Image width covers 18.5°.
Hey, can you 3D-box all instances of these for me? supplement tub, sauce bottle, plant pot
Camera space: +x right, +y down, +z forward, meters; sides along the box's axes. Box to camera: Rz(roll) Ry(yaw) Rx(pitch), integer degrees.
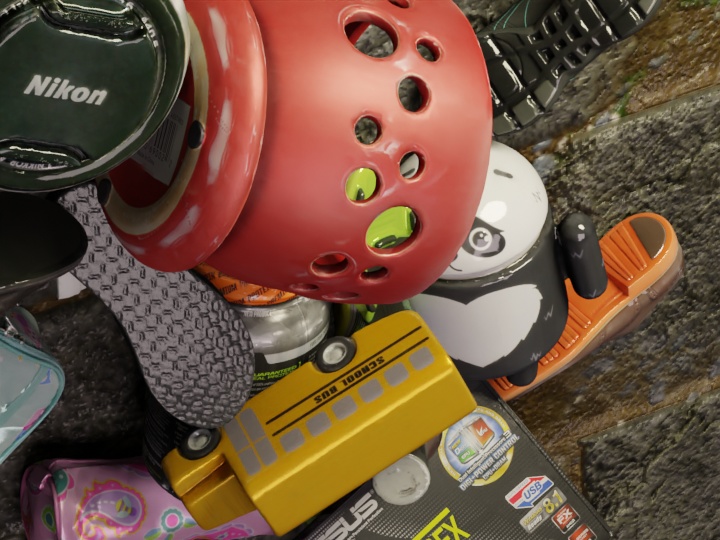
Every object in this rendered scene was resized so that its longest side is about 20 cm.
[{"bbox_3d":[-0.086,0.059,1.534,0.122,0.123,0.200,-9,130,-25],"label":"supplement tub"},{"bbox_3d":[0.027,0.109,1.589,0.066,0.200,0.066,0,112,0],"label":"sauce bottle"},{"bbox_3d":[-0.048,-0.086,1.311,0.182,0.200,0.201,7,122,-34],"label":"plant pot"}]

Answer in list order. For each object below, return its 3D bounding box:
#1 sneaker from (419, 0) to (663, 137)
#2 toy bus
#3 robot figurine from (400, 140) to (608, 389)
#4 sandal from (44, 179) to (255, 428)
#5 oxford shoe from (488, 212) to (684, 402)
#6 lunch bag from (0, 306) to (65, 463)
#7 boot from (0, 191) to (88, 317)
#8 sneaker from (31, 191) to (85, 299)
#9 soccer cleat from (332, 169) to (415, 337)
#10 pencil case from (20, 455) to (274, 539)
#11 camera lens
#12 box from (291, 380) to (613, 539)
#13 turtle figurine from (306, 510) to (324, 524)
[{"bbox_3d":[0.130,-0.157,1.516,0.200,0.079,0.075,-31,98,24],"label":"sneaker"},{"bbox_3d":[-0.029,0.109,1.466,0.200,0.078,0.065,-33,135,-2],"label":"toy bus"},{"bbox_3d":[0.083,-0.001,1.582,0.150,0.125,0.200,-31,136,-16],"label":"robot figurine"},{"bbox_3d":[-0.133,0.015,1.419,0.075,0.048,0.201,-35,116,-2],"label":"sandal"},{"bbox_3d":[0.174,0.044,1.717,0.200,0.071,0.073,-38,141,2],"label":"oxford shoe"},{"bbox_3d":[-0.299,0.094,1.467,0.200,0.077,0.160,-46,135,11],"label":"lunch bag"},{"bbox_3d":[-0.266,0.046,1.343,0.200,0.069,0.174,-27,157,-36],"label":"boot"},{"bbox_3d":[-0.153,-0.072,1.419,0.115,0.074,0.200,-11,129,-20],"label":"sneaker"},{"bbox_3d":[-0.001,0.001,1.510,0.065,0.084,0.200,-30,132,-26],"label":"soccer cleat"},{"bbox_3d":[-0.146,0.165,1.617,0.200,0.087,0.088,-7,129,-26],"label":"pencil case"},{"bbox_3d":[-0.196,-0.153,1.234,0.160,0.200,0.160,-16,133,-18],"label":"camera lens"},{"bbox_3d":[0.066,0.203,1.652,0.200,0.044,0.160,-41,95,-17],"label":"box"},{"bbox_3d":[0.025,0.230,1.710,0.144,0.200,0.194,-17,121,34],"label":"turtle figurine"}]
